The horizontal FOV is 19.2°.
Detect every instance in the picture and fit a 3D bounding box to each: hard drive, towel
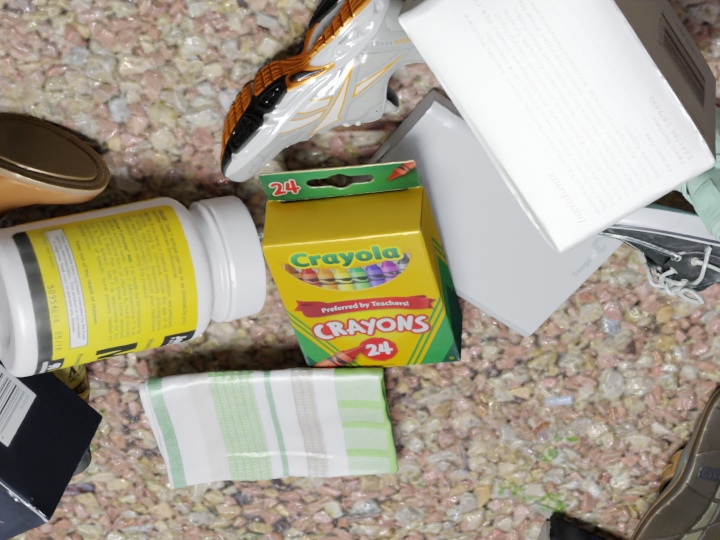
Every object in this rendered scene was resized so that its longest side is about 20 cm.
[{"bbox_3d":[0.095,-0.042,1.676,0.200,0.026,0.132,32,119,-21],"label":"hard drive"},{"bbox_3d":[-0.073,0.132,1.760,0.200,0.031,0.149,-3,143,6],"label":"towel"}]

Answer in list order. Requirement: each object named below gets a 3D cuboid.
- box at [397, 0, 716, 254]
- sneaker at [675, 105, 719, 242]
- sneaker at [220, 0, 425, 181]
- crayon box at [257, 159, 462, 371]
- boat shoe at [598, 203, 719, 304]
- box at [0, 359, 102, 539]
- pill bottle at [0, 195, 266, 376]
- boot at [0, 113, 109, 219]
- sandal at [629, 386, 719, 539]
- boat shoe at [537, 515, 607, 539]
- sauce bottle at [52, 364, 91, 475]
[{"bbox_3d":[0.142,-0.150,1.467,0.131,0.199,0.200,-31,104,19],"label":"box"},{"bbox_3d":[0.244,-0.081,1.595,0.200,0.118,0.074,16,125,-11],"label":"sneaker"},{"bbox_3d":[-0.024,-0.126,1.586,0.092,0.076,0.200,32,120,-27],"label":"sneaker"},{"bbox_3d":[0.000,0.000,1.649,0.127,0.051,0.200,-6,140,13],"label":"crayon box"},{"bbox_3d":[0.258,-0.011,1.660,0.199,0.074,0.068,12,94,-26],"label":"boat shoe"},{"bbox_3d":[-0.349,0.123,1.679,0.200,0.117,0.197,-26,119,41],"label":"box"},{"bbox_3d":[-0.181,0.007,1.619,0.200,0.114,0.114,-12,128,-20],"label":"pill bottle"},{"bbox_3d":[-0.300,-0.044,1.643,0.200,0.074,0.155,10,129,-5],"label":"boot"},{"bbox_3d":[0.288,0.176,1.824,0.082,0.055,0.200,13,110,-18],"label":"sandal"},{"bbox_3d":[0.181,0.316,1.900,0.093,0.075,0.200,17,123,-4],"label":"boat shoe"},{"bbox_3d":[-0.256,0.081,1.732,0.065,0.065,0.200,-5,127,2],"label":"sauce bottle"}]
